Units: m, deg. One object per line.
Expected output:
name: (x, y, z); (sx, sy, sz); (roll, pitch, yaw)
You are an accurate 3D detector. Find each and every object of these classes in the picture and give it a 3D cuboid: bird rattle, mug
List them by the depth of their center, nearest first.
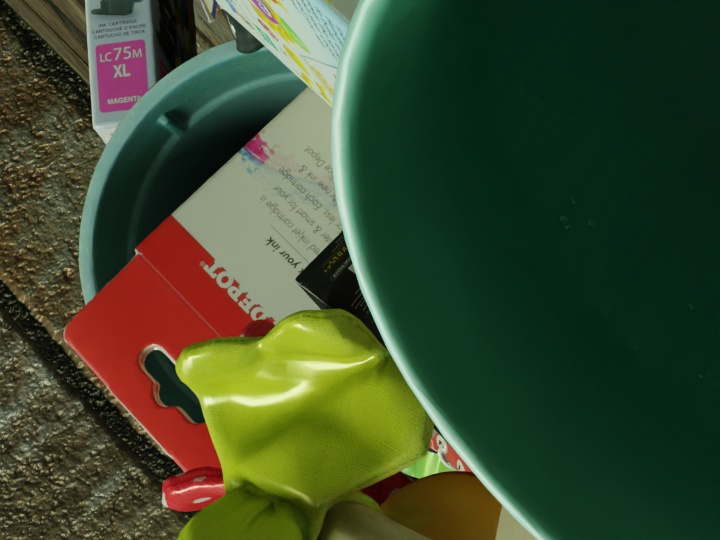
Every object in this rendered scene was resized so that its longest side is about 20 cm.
mug: (0.097, -0.014, 0.430); (0.152, 0.114, 0.185); (-17, 115, 45)
bird rattle: (0.005, 0.089, 0.901); (0.163, 0.113, 0.200); (27, 175, 9)

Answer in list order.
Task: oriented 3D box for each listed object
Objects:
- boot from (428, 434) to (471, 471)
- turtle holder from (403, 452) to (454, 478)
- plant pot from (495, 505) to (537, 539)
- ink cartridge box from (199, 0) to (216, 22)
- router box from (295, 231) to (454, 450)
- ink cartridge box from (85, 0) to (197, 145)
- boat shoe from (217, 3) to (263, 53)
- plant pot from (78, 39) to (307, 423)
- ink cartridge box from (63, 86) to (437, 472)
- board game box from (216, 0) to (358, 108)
boot: (0.059, 0.097, 1.146); (0.144, 0.201, 0.072); (5, 178, 39)
turtle holder: (0.107, 0.067, 1.236); (0.141, 0.186, 0.132); (2, -146, -48)
plant pot: (0.116, 0.041, 0.555); (0.200, 0.200, 0.135); (44, 159, 36)
ink cartridge box: (-0.093, -0.183, 0.975); (0.095, 0.037, 0.200); (-87, -23, -47)
router box: (0.077, 0.068, 0.981); (0.200, 0.052, 0.157); (47, 176, -18)
ink cartridge box: (-0.111, -0.147, 1.471); (0.119, 0.042, 0.201); (63, -161, -72)
boat shoe: (-0.092, -0.173, 1.329); (0.199, 0.066, 0.075); (46, 176, 16)
plant pot: (-0.019, -0.005, 1.424); (0.200, 0.200, 0.196); (47, -177, 7)
ink cartridge box: (0.000, 0.000, 1.100); (0.116, 0.200, 0.067); (44, 175, 32)
board game box: (0.038, -0.076, 0.709); (0.200, 0.103, 0.105); (44, 174, 36)
